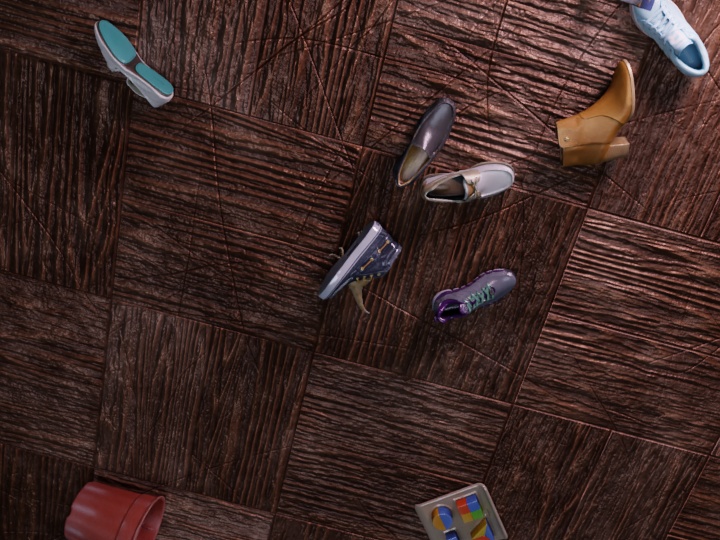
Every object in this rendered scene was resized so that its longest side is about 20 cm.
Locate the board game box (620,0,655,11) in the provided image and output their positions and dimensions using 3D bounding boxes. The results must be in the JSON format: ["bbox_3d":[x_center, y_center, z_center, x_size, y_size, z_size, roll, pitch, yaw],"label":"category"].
[{"bbox_3d":[0.490,-0.575,1.295,0.034,0.136,0.203,0,120,-32],"label":"board game box"}]

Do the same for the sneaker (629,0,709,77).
[{"bbox_3d":[0.580,-0.439,1.373,0.199,0.082,0.074,39,111,-12],"label":"sneaker"}]

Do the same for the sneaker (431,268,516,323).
[{"bbox_3d":[0.251,0.066,1.619,0.197,0.088,0.075,-24,110,15],"label":"sneaker"}]

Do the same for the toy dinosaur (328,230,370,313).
[{"bbox_3d":[-0.021,0.016,1.638,0.099,0.058,0.204,1,114,3],"label":"toy dinosaur"}]

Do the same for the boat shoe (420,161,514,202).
[{"bbox_3d":[0.221,-0.172,1.528,0.196,0.069,0.076,-11,113,9],"label":"boat shoe"}]

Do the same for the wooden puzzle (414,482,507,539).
[{"bbox_3d":[0.257,0.650,1.897,0.197,0.046,0.188,-21,111,13],"label":"wooden puzzle"}]

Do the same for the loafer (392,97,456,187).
[{"bbox_3d":[0.132,-0.252,1.499,0.072,0.073,0.202,26,113,-6],"label":"loafer"}]

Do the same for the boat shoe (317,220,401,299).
[{"bbox_3d":[0.000,0.000,1.580,0.091,0.071,0.201,39,93,-15],"label":"boat shoe"}]

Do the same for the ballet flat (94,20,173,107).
[{"bbox_3d":[-0.466,-0.406,1.494,0.069,0.070,0.200,-40,106,19],"label":"ballet flat"}]

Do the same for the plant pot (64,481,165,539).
[{"bbox_3d":[-0.634,0.645,1.904,0.192,0.201,0.204,19,115,6],"label":"plant pot"}]

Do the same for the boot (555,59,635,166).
[{"bbox_3d":[0.453,-0.301,1.449,0.141,0.071,0.205,-5,118,4],"label":"boot"}]
